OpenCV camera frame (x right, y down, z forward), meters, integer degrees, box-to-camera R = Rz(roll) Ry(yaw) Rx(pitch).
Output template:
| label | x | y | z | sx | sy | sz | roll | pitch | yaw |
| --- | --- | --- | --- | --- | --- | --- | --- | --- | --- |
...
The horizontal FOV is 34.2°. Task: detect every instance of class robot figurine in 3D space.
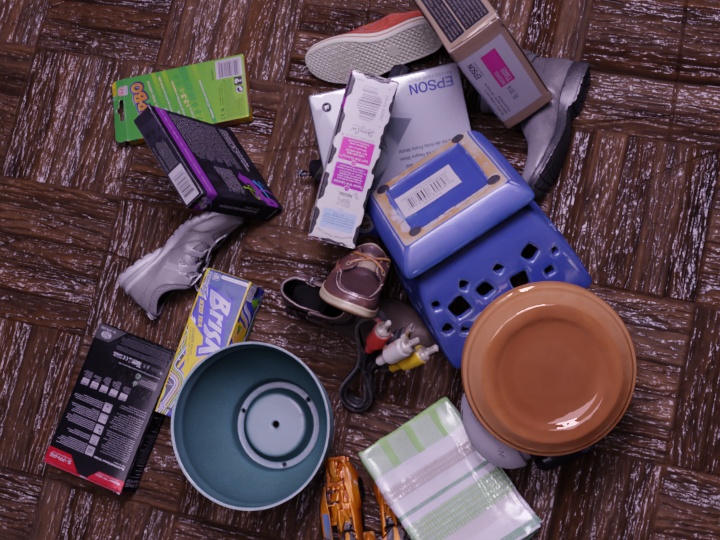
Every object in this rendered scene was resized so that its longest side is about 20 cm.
| label | x | y | z | sx | sy | sz | roll | pitch | yaw |
| --- | --- | --- | --- | --- | --- | --- | --- | --- | --- |
| robot figurine | 0.013 | 0.327 | 1.447 | 0.144 | 0.058 | 0.201 | -10 | 75 | 11 |
| robot figurine | 0.217 | 0.154 | 1.405 | 0.199 | 0.125 | 0.151 | -29 | 70 | 6 |

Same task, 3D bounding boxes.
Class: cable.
| label | x | y | z | sx | sy | sz | roll | pitch | yaw |
| --- | --- | --- | --- | --- | --- | --- | --- | --- | --- |
| cable | 0.009 | 0.115 | 1.429 | 0.097 | 0.200 | 0.050 | 31 | 43 | -11 |

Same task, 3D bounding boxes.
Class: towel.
| label | x | y | z | sx | sy | sz | roll | pitch | yaw |
| --- | --- | --- | --- | --- | --- | --- | --- | --- | --- |
| towel | 0.109 | 0.266 | 1.416 | 0.149 | 0.031 | 0.200 | -29 | 74 | -25 |

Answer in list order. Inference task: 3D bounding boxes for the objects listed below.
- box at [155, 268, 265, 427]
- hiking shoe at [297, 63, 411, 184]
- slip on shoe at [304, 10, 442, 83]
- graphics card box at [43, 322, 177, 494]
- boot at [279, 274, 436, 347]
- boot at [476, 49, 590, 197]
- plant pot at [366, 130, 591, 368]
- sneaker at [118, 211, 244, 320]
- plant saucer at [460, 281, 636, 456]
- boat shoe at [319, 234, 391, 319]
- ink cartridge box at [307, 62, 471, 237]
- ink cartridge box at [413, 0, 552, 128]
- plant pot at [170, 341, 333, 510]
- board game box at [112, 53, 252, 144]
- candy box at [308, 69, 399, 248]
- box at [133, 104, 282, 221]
| label | x | y | z | sx | sy | sz | roll | pitch | yaw |
| --- | --- | --- | --- | --- | --- | --- | --- | --- | --- |
| box | -0.197 | 0.104 | 1.544 | 0.070 | 0.064 | 0.201 | 17 | 82 | 16 |
| hiking shoe | -0.006 | -0.196 | 1.558 | 0.100 | 0.076 | 0.201 | 29 | 86 | 13 |
| slip on shoe | 0.020 | -0.306 | 1.589 | 0.199 | 0.074 | 0.061 | -15 | 36 | 18 |
| graphics card box | -0.326 | 0.184 | 1.565 | 0.125 | 0.051 | 0.201 | 18 | 84 | 17 |
| boot | -0.005 | 0.055 | 1.465 | 0.199 | 0.146 | 0.071 | 14 | 85 | 16 |
| boot | 0.209 | -0.196 | 1.519 | 0.131 | 0.070 | 0.201 | 17 | 71 | 19 |
| plant pot | 0.126 | -0.038 | 1.396 | 0.200 | 0.180 | 0.200 | -33 | 35 | 4 |
| sneaker | -0.228 | -0.012 | 1.582 | 0.200 | 0.075 | 0.082 | -37 | 82 | 13 |
| plant saucer | 0.213 | 0.113 | 1.319 | 0.199 | 0.037 | 0.201 | 0 | 95 | 3 |
| boat shoe | 0.000 | 0.000 | 1.384 | 0.072 | 0.200 | 0.072 | 21 | 105 | 1 |
| ink cartridge box | 0.048 | -0.147 | 1.500 | 0.199 | 0.041 | 0.201 | -14 | 99 | 0 |
| ink cartridge box | 0.138 | -0.290 | 1.435 | 0.075 | 0.200 | 0.165 | -35 | 56 | 11 |
| plant pot | -0.119 | 0.194 | 1.467 | 0.199 | 0.134 | 0.201 | -2 | 82 | 13 |
| board game box | -0.253 | -0.239 | 1.653 | 0.199 | 0.030 | 0.096 | -9 | 75 | 9 |
| candy box | -0.010 | -0.136 | 1.410 | 0.061 | 0.136 | 0.201 | 14 | 97 | -3 |
| box | -0.195 | -0.135 | 1.527 | 0.036 | 0.200 | 0.143 | -40 | 71 | 20 |
